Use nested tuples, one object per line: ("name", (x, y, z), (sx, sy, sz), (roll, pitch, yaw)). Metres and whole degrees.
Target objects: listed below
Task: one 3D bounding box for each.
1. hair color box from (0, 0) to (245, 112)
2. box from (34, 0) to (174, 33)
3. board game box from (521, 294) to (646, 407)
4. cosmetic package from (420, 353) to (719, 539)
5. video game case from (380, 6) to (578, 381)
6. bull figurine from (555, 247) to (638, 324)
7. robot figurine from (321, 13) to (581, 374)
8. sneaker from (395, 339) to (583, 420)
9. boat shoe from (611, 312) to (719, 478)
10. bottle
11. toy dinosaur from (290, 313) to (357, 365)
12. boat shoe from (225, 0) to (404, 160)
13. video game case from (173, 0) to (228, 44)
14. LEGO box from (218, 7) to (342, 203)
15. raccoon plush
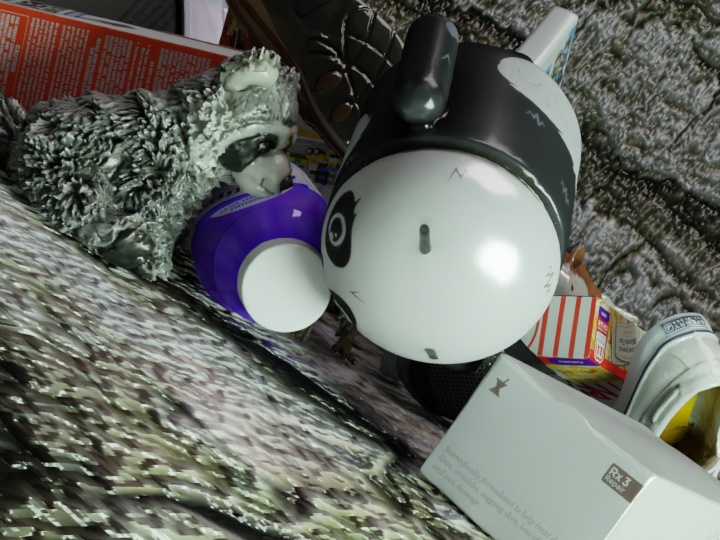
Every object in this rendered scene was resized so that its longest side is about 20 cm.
("hair color box", (-0.149, -0.115, 0.984), (0.200, 0.064, 0.111), (14, 8, -5))
("box", (-0.183, -0.277, 1.441), (0.171, 0.199, 0.200), (32, 38, -29))
("board game box", (0.136, 0.062, 1.237), (0.151, 0.046, 0.200), (2, -15, 31))
("cosmetic package", (0.134, 0.125, 0.922), (0.113, 0.081, 0.200), (39, 8, 36))
("video game case", (0.077, -0.051, 1.105), (0.022, 0.182, 0.200), (25, 44, 15))
("bull figurine", (0.142, 0.016, 1.345), (0.121, 0.065, 0.200), (41, -8, -30))
("robot figurine", (0.047, -0.040, 0.879), (0.150, 0.125, 0.200), (40, 34, -16))
("sneaker", (0.112, 0.092, 1.076), (0.199, 0.076, 0.114), (38, -3, -39))
("boat shoe", (0.214, 0.123, 1.142), (0.075, 0.202, 0.086), (-10, 50, -17))
("bottle", (-0.054, -0.014, 0.951), (0.200, 0.084, 0.065), (-122, -168, -74))
("toy dinosaur", (0.000, 0.000, 1.047), (0.058, 0.101, 0.200), (34, 6, -8))
("boat shoe", (-0.023, -0.135, 1.076), (0.200, 0.076, 0.074), (59, -22, 10))
("video game case", (-0.076, -0.149, 1.291), (0.143, 0.019, 0.200), (16, 53, -30))
("LEGO box", (-0.008, -0.089, 1.193), (0.200, 0.149, 0.077), (12, 14, -20))
("raccoon plush", (-0.126, -0.089, 0.874), (0.200, 0.134, 0.097), (34, 7, -9))
